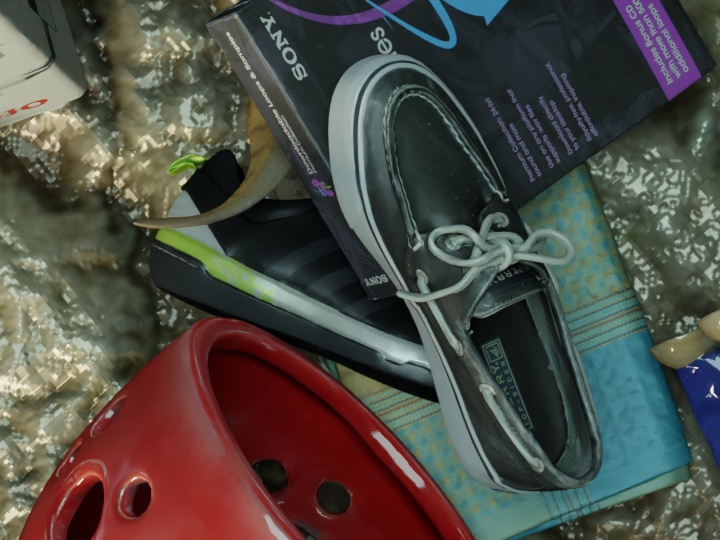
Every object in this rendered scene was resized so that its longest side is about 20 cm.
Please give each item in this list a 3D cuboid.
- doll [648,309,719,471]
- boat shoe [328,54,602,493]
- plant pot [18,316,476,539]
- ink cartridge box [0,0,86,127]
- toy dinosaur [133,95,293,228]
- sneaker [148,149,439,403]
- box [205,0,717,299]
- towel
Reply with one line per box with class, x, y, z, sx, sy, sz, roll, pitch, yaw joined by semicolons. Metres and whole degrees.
doll;0.188;0.116;1.307;0.048;0.136;0.200;-14;79;-31
boat shoe;0.049;0.002;1.256;0.073;0.068;0.200;-20;97;-28
plant pot;-0.061;0.151;1.286;0.182;0.200;0.200;-44;83;17
ink cartridge box;-0.216;-0.109;1.321;0.146;0.200;0.083;-17;81;2
toy dinosaur;-0.029;-0.067;1.344;0.106;0.061;0.200;3;45;8
sneaker;0.000;0.000;1.339;0.200;0.072;0.083;21;84;7
box;0.048;-0.099;1.322;0.200;0.036;0.143;-36;100;-24
towel;0.055;0.026;1.377;0.146;0.022;0.200;-20;83;3
